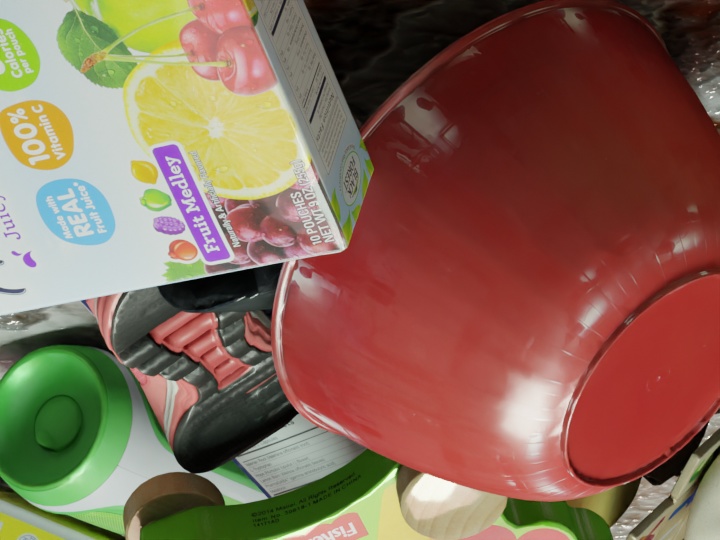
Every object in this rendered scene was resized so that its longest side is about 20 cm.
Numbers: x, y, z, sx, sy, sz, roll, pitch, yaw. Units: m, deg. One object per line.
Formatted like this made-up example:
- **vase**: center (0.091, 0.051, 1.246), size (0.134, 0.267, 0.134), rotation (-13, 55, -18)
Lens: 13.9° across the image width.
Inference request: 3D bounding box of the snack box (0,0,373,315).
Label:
- **snack box**: center (-0.113, -0.057, 1.022), size (0.199, 0.053, 0.143), rotation (-10, 124, 20)

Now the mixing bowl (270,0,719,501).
- **mixing bowl**: center (0.077, 0.011, 1.103), size (0.200, 0.108, 0.201), rotation (-30, 143, -26)

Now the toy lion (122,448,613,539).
- **toy lion**: center (0.016, 0.148, 1.318), size (0.199, 0.069, 0.192), rotation (-21, 127, 6)

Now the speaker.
- **speaker**: center (-0.104, 0.098, 1.501), size (0.088, 0.089, 0.200), rotation (-13, 158, 26)

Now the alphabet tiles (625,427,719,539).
- **alphabet tiles**: center (0.176, 0.109, 1.469), size (0.200, 0.006, 0.167), rotation (-37, 158, -39)

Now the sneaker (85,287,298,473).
- **sneaker**: center (-0.076, 0.015, 1.277), size (0.074, 0.087, 0.200), rotation (-30, 151, -4)

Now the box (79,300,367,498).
- **box**: center (-0.030, 0.050, 1.360), size (0.121, 0.032, 0.200), rotation (-23, 118, 43)

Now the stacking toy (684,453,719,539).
- **stacking toy**: center (0.232, 0.118, 1.466), size (0.145, 0.147, 0.200), rotation (-6, -171, 6)

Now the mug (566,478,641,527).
- **mug**: center (0.072, 0.114, 1.460), size (0.149, 0.187, 0.153), rotation (-22, 167, -41)

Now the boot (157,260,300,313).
- **boot**: center (0.000, -0.001, 1.197), size (0.199, 0.066, 0.165), rotation (-11, 157, -44)

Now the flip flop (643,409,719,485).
- **flip flop**: center (0.138, 0.087, 1.550), size (0.199, 0.058, 0.081), rotation (-16, 156, 32)

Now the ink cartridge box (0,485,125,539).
- **ink cartridge box**: center (-0.172, 0.144, 1.578), size (0.199, 0.047, 0.198), rotation (24, 176, 5)
